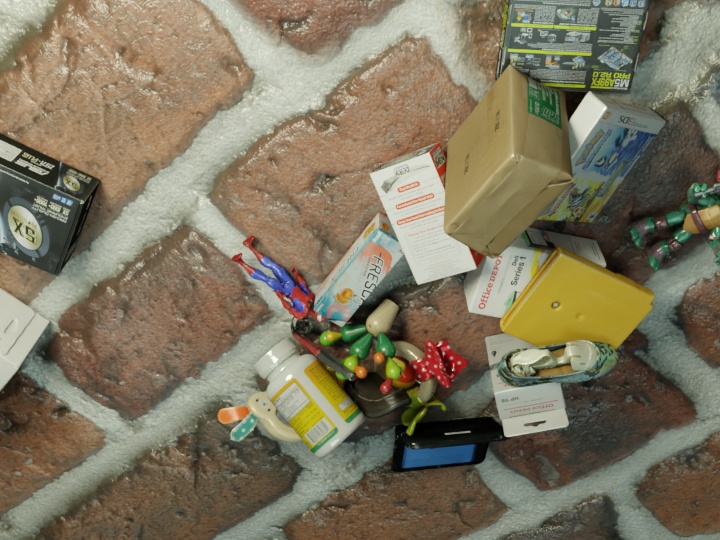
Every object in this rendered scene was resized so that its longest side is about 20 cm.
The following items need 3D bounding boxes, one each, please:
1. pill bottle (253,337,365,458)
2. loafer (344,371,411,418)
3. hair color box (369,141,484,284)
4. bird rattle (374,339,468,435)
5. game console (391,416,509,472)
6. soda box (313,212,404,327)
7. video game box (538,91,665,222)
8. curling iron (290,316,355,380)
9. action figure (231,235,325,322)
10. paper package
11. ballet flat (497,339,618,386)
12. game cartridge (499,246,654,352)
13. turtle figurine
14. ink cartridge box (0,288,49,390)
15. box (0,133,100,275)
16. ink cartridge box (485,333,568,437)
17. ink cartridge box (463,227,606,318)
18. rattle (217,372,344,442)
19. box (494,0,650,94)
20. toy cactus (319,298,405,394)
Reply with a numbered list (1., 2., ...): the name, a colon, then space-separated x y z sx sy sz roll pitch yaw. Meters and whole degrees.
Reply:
1. pill bottle: -0.094 0.220 1.382 0.200 0.113 0.113 48 115 7
2. loafer: 0.019 0.223 1.434 0.073 0.200 0.072 -16 93 -32
3. hair color box: 0.109 -0.089 1.254 0.110 0.064 0.201 -16 108 30
4. bird rattle: 0.094 0.197 1.440 0.162 0.113 0.201 28 136 21
5. game console: 0.171 0.353 1.516 0.199 0.176 0.117 -4 95 -10
6. soda box: 0.000 0.000 1.348 0.063 0.069 0.200 31 117 -16
7. video game box: 0.349 -0.164 1.190 0.181 0.047 0.201 0 131 -41
8. curling iron: -0.071 0.136 1.375 0.025 0.200 0.050 -9 122 -32
9. action figure: -0.133 0.026 1.375 0.200 0.066 0.052 44 144 -22
10. paper package: 0.211 -0.158 1.140 0.103 0.201 0.191 22 138 -17
11. ballet flat: 0.325 0.149 1.290 0.199 0.074 0.075 -13 120 6
12. game cartridge: 0.361 0.067 1.302 0.199 0.033 0.177 23 121 -16
13. turtle figurine: 0.547 -0.077 1.261 0.199 0.101 0.150 -26 103 35
14. ink cartridge box: -0.700 0.150 1.429 0.144 0.148 0.200 38 116 -19
15. box: -0.560 -0.112 1.297 0.199 0.086 0.164 26 120 -13
16. ink cartridge box: 0.290 0.190 1.377 0.115 0.200 0.067 -13 121 10
17. ink cartridge box: 0.291 0.010 1.333 0.199 0.084 0.145 10 122 -4
18. rattle: -0.143 0.243 1.443 0.199 0.131 0.143 11 151 -30
19. box: 0.305 -0.344 1.138 0.199 0.044 0.161 3 123 1
20. toy cactus: 0.019 0.131 1.394 0.102 0.200 0.165 44 74 -34
